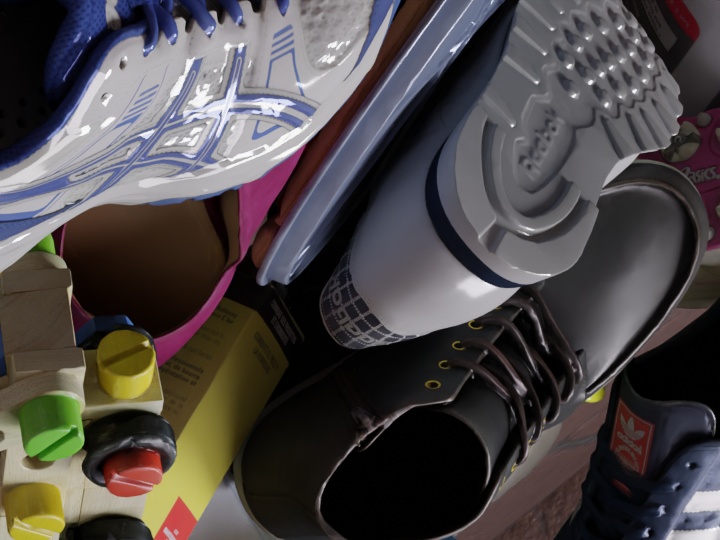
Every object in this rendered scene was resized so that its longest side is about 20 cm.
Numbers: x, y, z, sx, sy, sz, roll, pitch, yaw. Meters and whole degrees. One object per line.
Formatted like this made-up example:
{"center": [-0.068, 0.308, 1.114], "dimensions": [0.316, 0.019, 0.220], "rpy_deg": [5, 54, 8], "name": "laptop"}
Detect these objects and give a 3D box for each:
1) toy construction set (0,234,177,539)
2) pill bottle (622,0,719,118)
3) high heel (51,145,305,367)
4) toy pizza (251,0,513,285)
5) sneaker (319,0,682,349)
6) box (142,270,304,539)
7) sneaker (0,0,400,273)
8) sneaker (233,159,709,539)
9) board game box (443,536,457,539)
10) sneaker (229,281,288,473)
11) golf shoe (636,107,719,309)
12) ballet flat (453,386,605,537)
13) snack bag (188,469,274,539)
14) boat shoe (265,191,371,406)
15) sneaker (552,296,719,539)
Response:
{"center": [-0.127, 0.053, 0.907], "dimensions": [0.130, 0.093, 0.200], "rpy_deg": [-5, 161, -14], "name": "toy construction set"}
{"center": [0.146, -0.090, 1.196], "dimensions": [0.110, 0.111, 0.200], "rpy_deg": [-33, 169, -24], "name": "pill bottle"}
{"center": [-0.067, -0.008, 0.896], "dimensions": [0.096, 0.067, 0.200], "rpy_deg": [-71, -175, -47], "name": "high heel"}
{"center": [0.020, -0.081, 0.947], "dimensions": [0.201, 0.032, 0.200], "rpy_deg": [-54, 178, -3], "name": "toy pizza"}
{"center": [0.048, -0.040, 1.012], "dimensions": [0.080, 0.076, 0.200], "rpy_deg": [-38, -177, 34], "name": "sneaker"}
{"center": [-0.101, 0.084, 1.005], "dimensions": [0.201, 0.075, 0.050], "rpy_deg": [-60, 154, -18], "name": "box"}
{"center": [-0.061, -0.056, 0.754], "dimensions": [0.200, 0.075, 0.088], "rpy_deg": [-33, 169, -25], "name": "sneaker"}
{"center": [0.055, 0.035, 1.018], "dimensions": [0.200, 0.075, 0.106], "rpy_deg": [-38, -168, -12], "name": "sneaker"}
{"center": [-0.031, 0.203, 1.106], "dimensions": [0.200, 0.037, 0.152], "rpy_deg": [-38, 140, -25], "name": "board game box"}
{"center": [-0.026, 0.021, 1.266], "dimensions": [0.200, 0.076, 0.092], "rpy_deg": [-39, -170, -2], "name": "sneaker"}
{"center": [0.098, -0.010, 1.172], "dimensions": [0.199, 0.076, 0.091], "rpy_deg": [-4, 153, 34], "name": "golf shoe"}
{"center": [0.030, 0.068, 1.155], "dimensions": [0.067, 0.067, 0.200], "rpy_deg": [4, 149, -36], "name": "ballet flat"}
{"center": [-0.121, 0.126, 1.071], "dimensions": [0.200, 0.189, 0.021], "rpy_deg": [-35, -162, -12], "name": "snack bag"}
{"center": [0.002, 0.000, 1.101], "dimensions": [0.074, 0.066, 0.200], "rpy_deg": [9, -126, 46], "name": "boat shoe"}
{"center": [0.108, 0.080, 1.115], "dimensions": [0.200, 0.075, 0.084], "rpy_deg": [-55, 143, 0], "name": "sneaker"}
